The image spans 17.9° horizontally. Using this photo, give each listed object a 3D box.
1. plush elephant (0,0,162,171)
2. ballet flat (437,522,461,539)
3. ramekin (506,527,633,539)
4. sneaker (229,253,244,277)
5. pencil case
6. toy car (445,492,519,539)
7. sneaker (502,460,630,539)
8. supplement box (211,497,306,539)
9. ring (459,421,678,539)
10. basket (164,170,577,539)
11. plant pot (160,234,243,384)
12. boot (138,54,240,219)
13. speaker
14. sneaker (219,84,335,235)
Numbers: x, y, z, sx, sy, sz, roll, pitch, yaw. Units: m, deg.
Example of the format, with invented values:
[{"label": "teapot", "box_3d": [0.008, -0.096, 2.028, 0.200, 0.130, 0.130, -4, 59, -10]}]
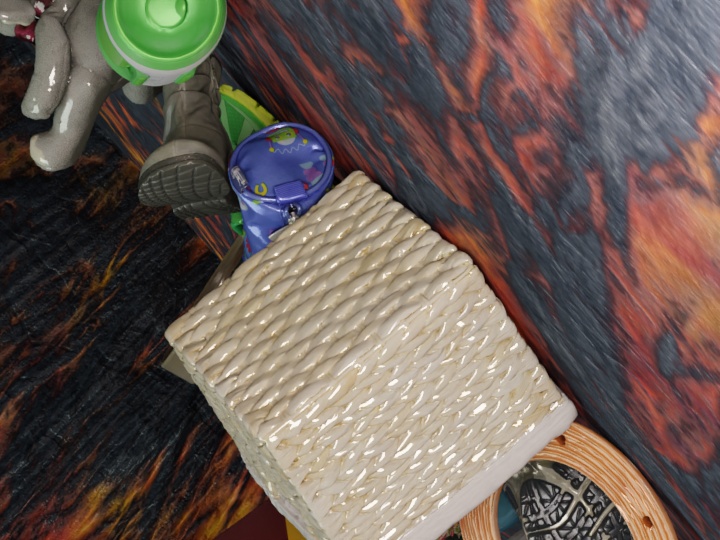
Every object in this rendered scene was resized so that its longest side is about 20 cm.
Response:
[{"label": "plush elephant", "box_3d": [-0.248, -0.209, 1.853, 0.154, 0.165, 0.201, 34, 143, 13]}, {"label": "ballet flat", "box_3d": [0.034, 0.193, 1.666, 0.075, 0.064, 0.200, 19, -160, 28]}, {"label": "ramekin", "box_3d": [0.200, 0.274, 1.848, 0.200, 0.105, 0.200, 48, 175, 5]}, {"label": "sneaker", "box_3d": [-0.052, 0.033, 1.956, 0.114, 0.081, 0.200, 9, -153, -23]}, {"label": "pencil case", "box_3d": [-0.054, -0.015, 1.691, 0.201, 0.077, 0.087, 88, 172, -47]}, {"label": "toy car", "box_3d": [0.080, 0.160, 1.901, 0.149, 0.176, 0.200, 14, -175, -16]}, {"label": "sneaker", "box_3d": [0.145, 0.163, 1.760, 0.201, 0.077, 0.086, 57, -176, 9]}, {"label": "supplement box", "box_3d": [-0.053, 0.307, 1.771, 0.197, 0.200, 0.133, 43, -160, -32]}, {"label": "ring", "box_3d": [0.148, 0.190, 1.595, 0.200, 0.019, 0.202, 22, 123, 38]}, {"label": "basket", "box_3d": [0.000, 0.072, 1.557, 0.161, 0.200, 0.198, 55, 172, -34]}, {"label": "plant pot", "box_3d": [-0.071, 0.054, 2.214, 0.173, 0.201, 0.200, 33, 176, -4]}, {"label": "boot", "box_3d": [-0.133, -0.114, 1.705, 0.200, 0.067, 0.132, 55, -152, -83]}, {"label": "speaker", "box_3d": [-0.139, -0.173, 1.569, 0.089, 0.088, 0.200, 49, 175, -7]}, {"label": "sneaker", "box_3d": [-0.081, -0.074, 1.806, 0.200, 0.083, 0.074, 47, 175, 26]}]
